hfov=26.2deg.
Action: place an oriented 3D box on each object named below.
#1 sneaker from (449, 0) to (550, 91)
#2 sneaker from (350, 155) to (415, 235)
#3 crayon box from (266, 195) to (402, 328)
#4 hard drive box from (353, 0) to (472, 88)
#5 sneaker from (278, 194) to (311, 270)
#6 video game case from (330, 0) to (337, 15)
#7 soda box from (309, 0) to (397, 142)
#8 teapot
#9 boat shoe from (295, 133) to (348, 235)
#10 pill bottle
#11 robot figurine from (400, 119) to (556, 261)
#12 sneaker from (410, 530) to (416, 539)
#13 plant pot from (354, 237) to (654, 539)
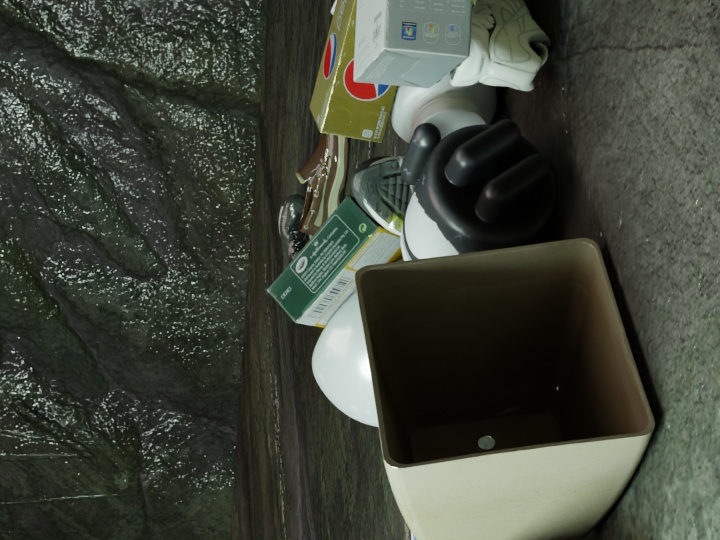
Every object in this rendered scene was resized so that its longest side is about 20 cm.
[{"bbox_3d":[0.132,-0.211,1.406,0.201,0.080,0.076,-70,-8,-59],"label":"sneaker"},{"bbox_3d":[0.044,-0.070,1.525,0.084,0.199,0.076,13,90,37],"label":"sneaker"},{"bbox_3d":[0.000,0.000,1.574,0.052,0.126,0.200,46,-169,21],"label":"crayon box"},{"bbox_3d":[0.046,-0.272,1.338,0.156,0.076,0.203,168,105,-80],"label":"hard drive box"},{"bbox_3d":[-0.101,-0.026,2.617,0.091,0.066,0.203,-119,28,-63],"label":"sneaker"},{"bbox_3d":[0.046,-0.356,1.604,0.183,0.022,0.200,-63,-10,25],"label":"video game case"},{"bbox_3d":[0.009,-0.232,1.505,0.064,0.067,0.202,-113,35,-59],"label":"soda box"},{"bbox_3d":[0.057,0.091,1.574,0.146,0.199,0.198,46,111,22],"label":"teapot"},{"bbox_3d":[-0.062,-0.147,2.387,0.075,0.074,0.205,-120,33,-69],"label":"boat shoe"},{"bbox_3d":[0.076,-0.202,1.578,0.113,0.111,0.202,102,164,-45],"label":"pill bottle"},{"bbox_3d":[0.103,-0.050,1.393,0.201,0.123,0.152,112,161,-61],"label":"robot figurine"},{"bbox_3d":[0.098,0.291,1.505,0.112,0.076,0.202,98,164,-59],"label":"sneaker"},{"bbox_3d":[0.107,0.118,1.229,0.178,0.197,0.201,87,175,-46],"label":"plant pot"}]
